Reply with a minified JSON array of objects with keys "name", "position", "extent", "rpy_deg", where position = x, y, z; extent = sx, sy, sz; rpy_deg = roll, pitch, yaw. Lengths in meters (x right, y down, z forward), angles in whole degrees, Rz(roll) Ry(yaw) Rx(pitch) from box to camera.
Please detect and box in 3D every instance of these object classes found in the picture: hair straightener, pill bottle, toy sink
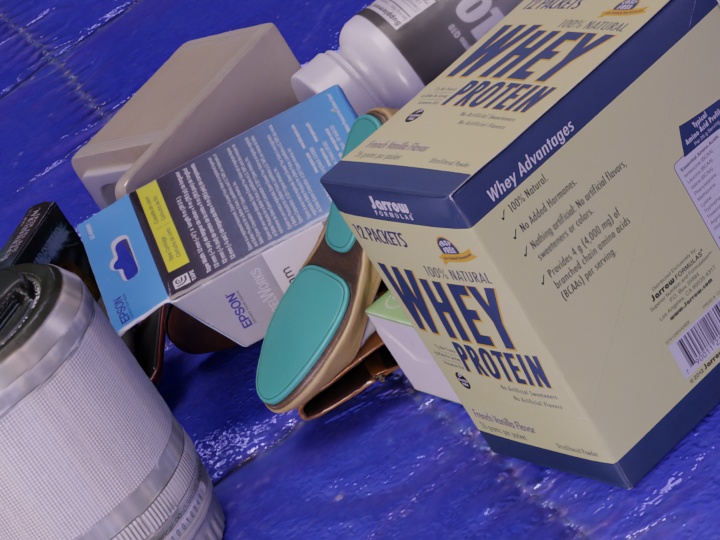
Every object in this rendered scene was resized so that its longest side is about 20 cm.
[{"name":"hair straightener","position":[-0.171,0.076,1.812],"extent":[0.041,0.077,0.200],"rpy_deg":[-41,28,32]},{"name":"pill bottle","position":[0.058,-0.157,1.953],"extent":[0.200,0.114,0.114],"rpy_deg":[-37,23,-9]},{"name":"toy sink","position":[-0.119,-0.063,1.974],"extent":[0.112,0.130,0.200],"rpy_deg":[-8,35,45]}]

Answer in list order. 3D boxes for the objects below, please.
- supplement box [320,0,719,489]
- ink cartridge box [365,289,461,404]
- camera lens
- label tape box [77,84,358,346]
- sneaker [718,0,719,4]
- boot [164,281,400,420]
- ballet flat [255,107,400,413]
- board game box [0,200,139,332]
[{"name":"supplement box","position":[0.127,-0.027,1.498],"extent":[0.200,0.200,0.134],"rpy_deg":[-42,24,-21]},{"name":"ink cartridge box","position":[0.115,-0.007,1.642],"extent":[0.200,0.067,0.117],"rpy_deg":[-41,24,-18]},{"name":"camera lens","position":[-0.192,0.109,1.634],"extent":[0.160,0.200,0.160],"rpy_deg":[-27,23,13]},{"name":"label tape box","position":[-0.072,-0.022,1.775],"extent":[0.200,0.066,0.143],"rpy_deg":[-29,34,1]},{"name":"sneaker","position":[0.261,-0.185,1.809],"extent":[0.080,0.070,0.200],"rpy_deg":[-14,30,43]},{"name":"boot","position":[-0.038,0.042,1.781],"extent":[0.188,0.069,0.200],"rpy_deg":[-24,32,6]},{"name":"ballet flat","position":[0.000,0.000,1.675],"extent":[0.069,0.063,0.200],"rpy_deg":[36,107,51]},{"name":"board game box","position":[-0.217,0.062,1.842],"extent":[0.028,0.135,0.200],"rpy_deg":[-17,27,30]}]
